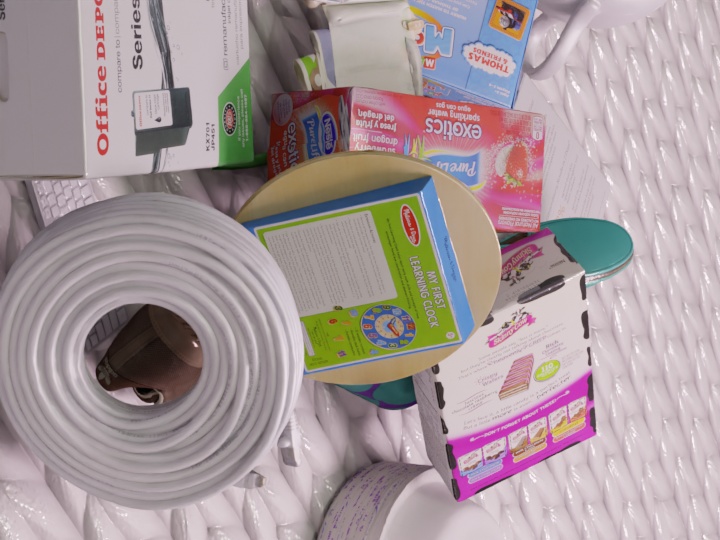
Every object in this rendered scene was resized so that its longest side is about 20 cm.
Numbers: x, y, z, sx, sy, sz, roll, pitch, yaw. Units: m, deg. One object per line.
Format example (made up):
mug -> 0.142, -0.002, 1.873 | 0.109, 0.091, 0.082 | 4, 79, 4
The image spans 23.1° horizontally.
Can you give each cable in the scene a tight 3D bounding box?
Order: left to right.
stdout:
cable -> -0.135, 0.053, 1.108 | 0.069, 0.199, 0.201 | -83, 174, -74

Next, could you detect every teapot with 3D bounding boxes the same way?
teapot -> 0.204, -0.302, 1.645 | 0.200, 0.146, 0.198 | -26, 87, -30

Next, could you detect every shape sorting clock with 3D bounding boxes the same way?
shape sorting clock -> 0.000, 0.000, 1.238 | 0.039, 0.199, 0.200 | -89, 158, -53

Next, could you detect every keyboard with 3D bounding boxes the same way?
keyboard -> -0.196, -0.044, 1.174 | 0.056, 0.011, 0.201 | -38, 122, -48

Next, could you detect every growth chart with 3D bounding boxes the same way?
growth chart -> 0.002, -0.126, 1.371 | 0.144, 0.018, 0.201 | -4, 92, -40

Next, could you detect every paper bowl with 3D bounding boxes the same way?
paper bowl -> 0.053, 0.262, 1.468 | 0.200, 0.104, 0.201 | 1, 89, -56

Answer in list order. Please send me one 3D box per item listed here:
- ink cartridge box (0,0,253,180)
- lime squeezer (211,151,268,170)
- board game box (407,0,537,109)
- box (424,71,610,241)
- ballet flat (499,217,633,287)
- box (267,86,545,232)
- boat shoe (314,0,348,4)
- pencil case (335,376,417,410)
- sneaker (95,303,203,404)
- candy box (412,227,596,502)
ink cartridge box -> -0.157, -0.135, 1.148 | 0.200, 0.083, 0.147 | -14, 104, -61
lime squeezer -> -0.033, -0.062, 1.368 | 0.200, 0.038, 0.071 | 36, 38, -37
board game box -> 0.075, -0.242, 1.467 | 0.151, 0.037, 0.201 | 19, 70, -11
box -> 0.122, -0.060, 1.554 | 0.200, 0.106, 0.153 | 44, 57, -47
ballet flat -> 0.134, 0.004, 1.451 | 0.200, 0.070, 0.067 | -13, 62, -32
box -> 0.036, -0.080, 1.324 | 0.200, 0.100, 0.096 | 4, 88, -40
boat shoe -> -0.082, -0.232, 1.257 | 0.200, 0.072, 0.070 | 13, 57, -22
pencil case -> -0.010, 0.042, 1.378 | 0.200, 0.092, 0.085 | 36, 29, -52
sneaker -> -0.125, 0.061, 1.243 | 0.071, 0.075, 0.200 | 59, 8, 18
candy box -> 0.112, 0.077, 1.392 | 0.136, 0.061, 0.200 | -24, 137, -13
